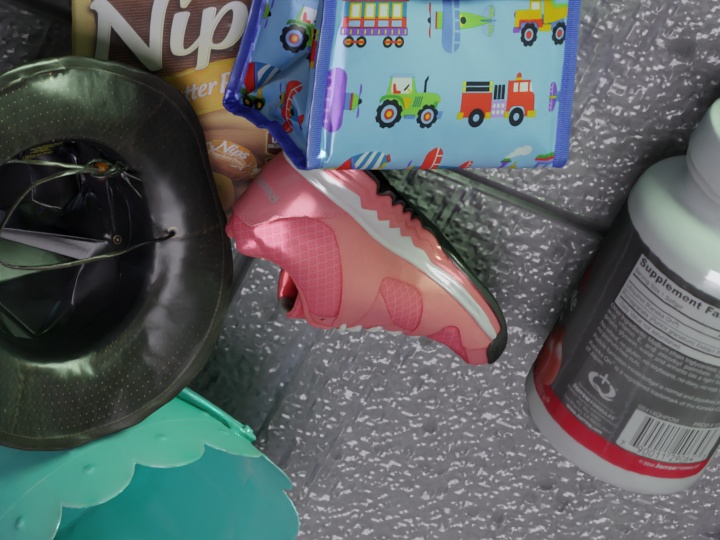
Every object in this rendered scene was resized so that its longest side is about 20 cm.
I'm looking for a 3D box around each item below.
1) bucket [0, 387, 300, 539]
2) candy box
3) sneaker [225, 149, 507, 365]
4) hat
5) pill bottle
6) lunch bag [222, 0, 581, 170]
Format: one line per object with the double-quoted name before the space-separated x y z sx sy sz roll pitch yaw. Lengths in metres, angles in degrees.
"bucket" -0.152 0.134 1.528 0.207 0.135 0.207 -27 141 -24
"candy box" -0.086 -0.114 1.449 0.115 0.055 0.200 4 126 0
"sneaker" 0.000 0.000 1.487 0.087 0.074 0.200 -42 132 4
"hat" -0.162 -0.014 1.427 0.200 0.081 0.201 -10 108 -31
"pill bottle" 0.174 0.011 1.492 0.111 0.111 0.200 20 123 -11
"lunch bag" 0.034 -0.156 1.375 0.150 0.094 0.200 -2 114 -30
